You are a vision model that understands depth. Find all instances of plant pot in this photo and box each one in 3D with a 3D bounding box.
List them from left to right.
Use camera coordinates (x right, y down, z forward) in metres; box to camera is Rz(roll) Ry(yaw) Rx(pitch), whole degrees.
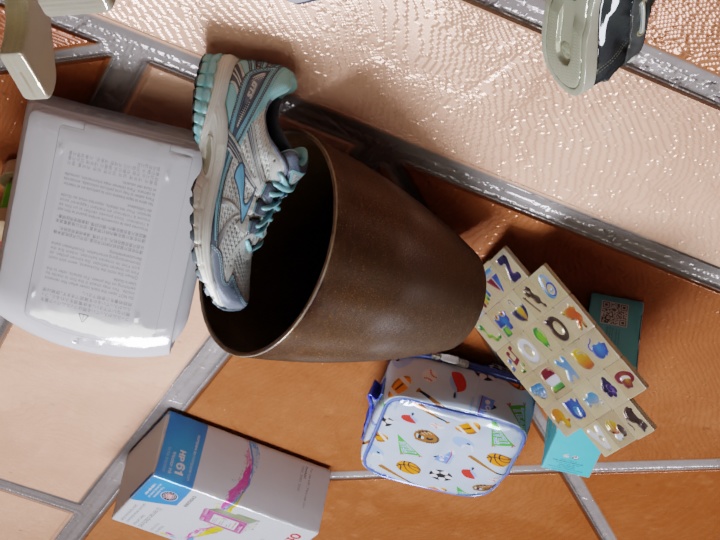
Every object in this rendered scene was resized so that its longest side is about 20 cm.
[{"bbox_3d":[0.000,0.000,1.456,0.200,0.188,0.187,17,150,-36],"label":"plant pot"}]

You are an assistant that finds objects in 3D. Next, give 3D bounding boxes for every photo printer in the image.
[{"bbox_3d":[-0.210,-0.029,1.451,0.166,0.069,0.201,13,106,-1],"label":"photo printer"}]

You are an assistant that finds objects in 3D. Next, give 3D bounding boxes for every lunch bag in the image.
[{"bbox_3d":[0.080,0.148,1.731,0.160,0.076,0.200,15,148,-2],"label":"lunch bag"}]

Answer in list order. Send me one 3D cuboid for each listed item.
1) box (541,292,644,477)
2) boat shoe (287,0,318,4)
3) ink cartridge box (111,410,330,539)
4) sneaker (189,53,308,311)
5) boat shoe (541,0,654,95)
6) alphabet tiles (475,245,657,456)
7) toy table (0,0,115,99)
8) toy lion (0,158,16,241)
[{"bbox_3d":[0.211,0.109,1.620,0.049,0.083,0.200,11,147,1],"label":"box"},{"bbox_3d":[0.032,-0.218,1.190,0.200,0.072,0.066,-22,131,29],"label":"boat shoe"},{"bbox_3d":[-0.152,0.247,1.943,0.199,0.085,0.145,21,146,-17],"label":"ink cartridge box"},{"bbox_3d":[-0.085,-0.066,1.361,0.086,0.201,0.078,2,-170,6],"label":"sneaker"},{"bbox_3d":[0.170,-0.207,1.181,0.067,0.072,0.200,-20,145,-19],"label":"boat shoe"},{"bbox_3d":[0.171,0.072,1.529,0.200,0.006,0.166,51,154,4],"label":"alphabet tiles"},{"bbox_3d":[-0.242,-0.219,1.225,0.183,0.117,0.200,-8,142,28],"label":"toy table"},{"bbox_3d":[-0.247,-0.020,1.592,0.199,0.069,0.192,7,154,5],"label":"toy lion"}]
